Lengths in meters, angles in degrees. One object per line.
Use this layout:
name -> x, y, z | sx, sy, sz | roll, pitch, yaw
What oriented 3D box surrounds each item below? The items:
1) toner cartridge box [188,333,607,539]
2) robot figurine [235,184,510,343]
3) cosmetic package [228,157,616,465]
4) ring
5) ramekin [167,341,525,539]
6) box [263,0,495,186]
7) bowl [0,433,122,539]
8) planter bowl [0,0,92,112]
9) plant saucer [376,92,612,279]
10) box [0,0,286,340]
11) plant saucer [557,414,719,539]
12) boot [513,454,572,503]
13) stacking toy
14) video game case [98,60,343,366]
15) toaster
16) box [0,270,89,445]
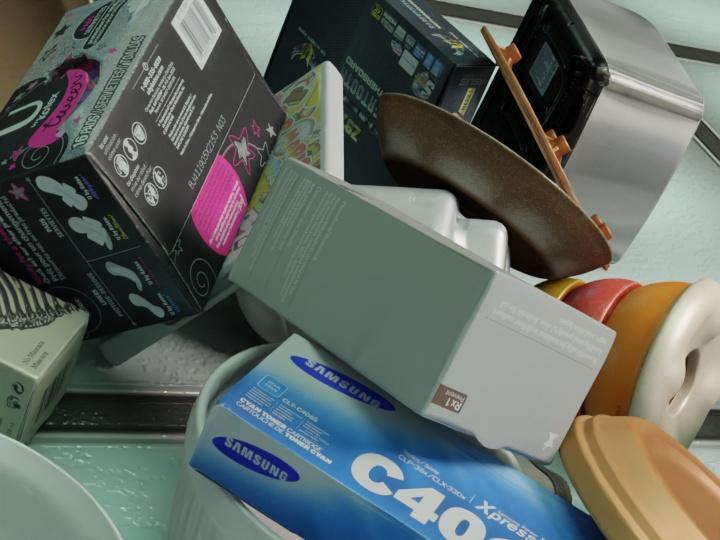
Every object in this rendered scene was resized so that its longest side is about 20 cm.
toner cartridge box -> 0.023, 0.114, 0.802 | 0.199, 0.043, 0.095 | 31, 28, 11
robot figurine -> 0.000, 0.000, 1.080 | 0.197, 0.170, 0.114 | 4, 71, 8
cosmetic package -> 0.028, 0.019, 0.871 | 0.106, 0.091, 0.199 | 25, 2, -42
ring -> 0.141, -0.093, 1.189 | 0.202, 0.019, 0.201 | 60, 8, -14
ramekin -> -0.012, 0.142, 0.882 | 0.198, 0.106, 0.201 | 18, 30, -10
box -> 0.007, -0.153, 1.313 | 0.051, 0.159, 0.200 | -6, 42, -40
bowl -> -0.207, 0.162, 0.723 | 0.199, 0.091, 0.202 | 19, 30, -11
planter bowl -> -0.270, -0.123, 1.053 | 0.133, 0.202, 0.200 | 1, 25, 18
plant saucer -> 0.084, -0.050, 1.129 | 0.199, 0.037, 0.200 | 34, -7, 5
box -> -0.147, -0.074, 1.004 | 0.133, 0.114, 0.201 | 57, 33, -31
plant saucer -> 0.185, 0.148, 0.852 | 0.200, 0.037, 0.200 | 43, 13, -12
boot -> 0.054, 0.130, 1.005 | 0.129, 0.068, 0.200 | 12, 24, -11
stacking toy -> 0.154, 0.049, 1.157 | 0.199, 0.148, 0.146 | 22, 26, 28
video game case -> -0.089, -0.043, 1.065 | 0.023, 0.181, 0.201 | 50, 19, -26
toaster -> 0.186, -0.123, 1.373 | 0.117, 0.182, 0.201 | 14, 30, -20
box -> -0.264, 0.025, 0.920 | 0.198, 0.069, 0.082 | 26, 31, 1
